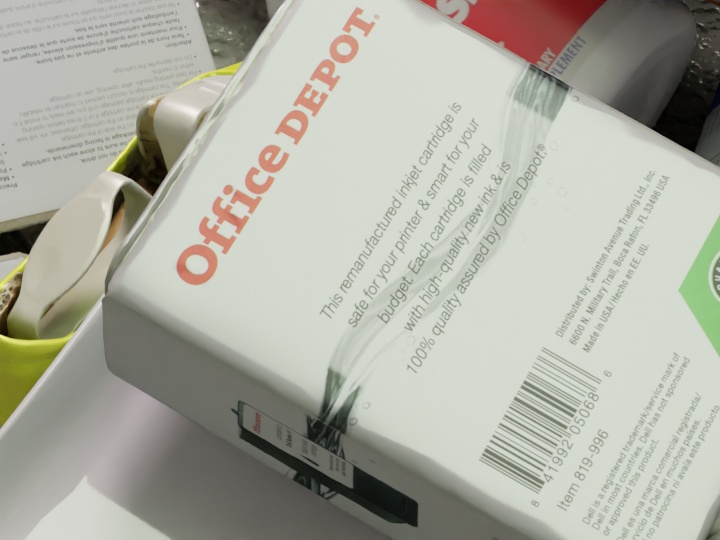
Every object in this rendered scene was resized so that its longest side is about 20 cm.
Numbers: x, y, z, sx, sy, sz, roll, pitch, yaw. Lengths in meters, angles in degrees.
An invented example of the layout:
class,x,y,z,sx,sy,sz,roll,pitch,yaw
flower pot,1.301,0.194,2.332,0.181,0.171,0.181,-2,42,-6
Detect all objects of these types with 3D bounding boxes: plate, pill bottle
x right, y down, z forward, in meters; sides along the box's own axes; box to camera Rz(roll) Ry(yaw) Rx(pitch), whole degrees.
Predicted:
class,x,y,z,sx,sy,sz,roll,pitch,yaw
plate,-0.017,0.079,0.763,0.199,0.032,0.200,33,68,6
pill bottle,0.034,-0.117,0.964,0.200,0.112,0.112,37,45,17

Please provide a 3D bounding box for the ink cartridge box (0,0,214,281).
class,x,y,z,sx,sy,sz,roll,pitch,yaw
ink cartridge box,-0.153,-0.078,0.869,0.196,0.043,0.200,-14,85,-32

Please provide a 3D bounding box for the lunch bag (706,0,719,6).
class,x,y,z,sx,sy,sz,roll,pitch,yaw
lunch bag,0.142,-0.179,0.931,0.170,0.124,0.200,39,9,25

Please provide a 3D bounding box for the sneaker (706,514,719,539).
class,x,y,z,sx,sy,sz,roll,pitch,yaw
sneaker,0.114,0.071,0.839,0.083,0.081,0.200,13,46,-34

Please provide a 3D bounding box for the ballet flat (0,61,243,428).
class,x,y,z,sx,sy,sz,roll,pitch,yaw
ballet flat,-0.073,-0.024,0.820,0.067,0.067,0.200,22,58,28

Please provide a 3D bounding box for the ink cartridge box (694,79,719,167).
class,x,y,z,sx,sy,sz,roll,pitch,yaw
ink cartridge box,0.227,-0.003,0.962,0.200,0.043,0.196,39,42,-11

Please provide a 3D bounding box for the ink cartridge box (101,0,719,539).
class,x,y,z,sx,sy,sz,roll,pitch,yaw
ink cartridge box,0.035,0.012,0.735,0.200,0.083,0.147,31,68,5
